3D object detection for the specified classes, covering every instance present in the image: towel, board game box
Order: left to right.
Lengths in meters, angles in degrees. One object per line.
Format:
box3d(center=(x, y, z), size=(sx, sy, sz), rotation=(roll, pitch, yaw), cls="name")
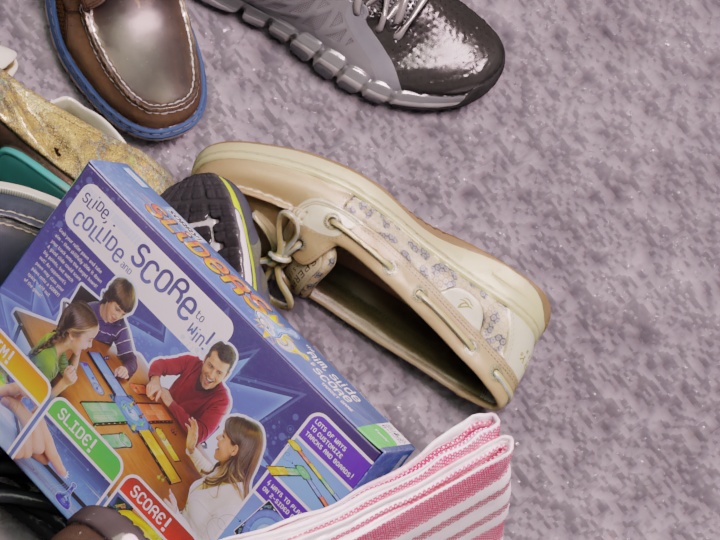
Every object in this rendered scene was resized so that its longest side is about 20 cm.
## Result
box3d(center=(-0.088, 0.064, 1.037), size=(0.200, 0.034, 0.136), rotation=(44, 107, 20), cls="board game box")
box3d(center=(-0.001, 0.155, 1.023), size=(0.146, 0.200, 0.030), rotation=(-25, 55, -22), cls="towel")

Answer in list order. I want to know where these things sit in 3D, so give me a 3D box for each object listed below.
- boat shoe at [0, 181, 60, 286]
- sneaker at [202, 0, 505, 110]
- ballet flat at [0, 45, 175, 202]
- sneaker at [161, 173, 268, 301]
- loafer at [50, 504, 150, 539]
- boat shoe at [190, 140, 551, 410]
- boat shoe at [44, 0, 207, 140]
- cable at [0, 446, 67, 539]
box3d(center=(-0.220, -0.011, 1.092), size=(0.199, 0.062, 0.075), rotation=(12, 108, -7), cls="boat shoe")
box3d(center=(-0.008, -0.158, 1.188), size=(0.199, 0.116, 0.075), rotation=(23, 65, -3), cls="sneaker")
box3d(center=(-0.177, -0.076, 1.147), size=(0.200, 0.071, 0.071), rotation=(36, 65, 1), cls="ballet flat")
box3d(center=(-0.060, 0.052, 1.100), size=(0.074, 0.081, 0.201), rotation=(-13, 81, 26), cls="sneaker")
box3d(center=(-0.107, 0.205, 1.008), size=(0.071, 0.073, 0.201), rotation=(-28, 104, -32), cls="loafer")
box3d(center=(0.000, 0.000, 1.148), size=(0.199, 0.073, 0.063), rotation=(26, 62, -2), cls="boat shoe")
box3d(center=(-0.134, -0.164, 1.185), size=(0.072, 0.072, 0.201), rotation=(-20, 74, -19), cls="boat shoe")
box3d(center=(-0.180, 0.172, 1.048), size=(0.163, 0.051, 0.200), rotation=(26, 64, -2), cls="cable")
